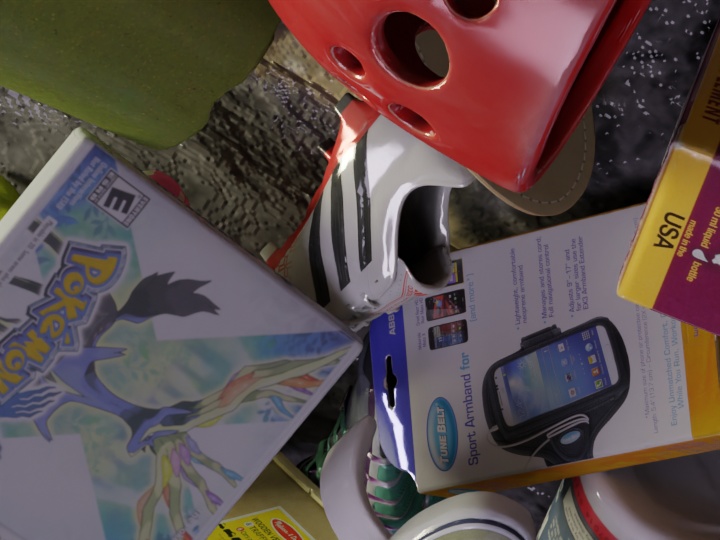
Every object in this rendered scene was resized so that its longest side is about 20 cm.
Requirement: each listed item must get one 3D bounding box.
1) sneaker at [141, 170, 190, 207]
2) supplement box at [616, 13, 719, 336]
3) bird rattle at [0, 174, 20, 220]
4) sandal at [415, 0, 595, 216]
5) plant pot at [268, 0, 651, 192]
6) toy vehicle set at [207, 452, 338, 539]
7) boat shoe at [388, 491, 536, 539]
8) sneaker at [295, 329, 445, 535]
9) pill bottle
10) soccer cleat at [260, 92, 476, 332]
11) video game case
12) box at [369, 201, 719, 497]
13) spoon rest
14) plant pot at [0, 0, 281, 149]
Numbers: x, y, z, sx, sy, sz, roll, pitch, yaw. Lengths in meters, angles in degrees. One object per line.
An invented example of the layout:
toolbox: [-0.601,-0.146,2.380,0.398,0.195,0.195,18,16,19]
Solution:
sneaker: [-0.168,0.023,1.347,0.074,0.200,0.087,45,172,-31]
supplement box: [0.230,-0.026,1.208,0.200,0.131,0.103,21,136,4]
bird rattle: [-0.154,0.044,1.460,0.200,0.113,0.163,33,108,-19]
sandal: [0.028,-0.116,1.279,0.212,0.078,0.070,51,163,-15]
plant pot: [0.039,-0.158,1.130,0.182,0.200,0.200,29,137,8]
toy vehicle set: [-0.063,0.151,1.432,0.200,0.124,0.027,39,135,55]
boat shoe: [0.019,0.188,1.298,0.072,0.062,0.200,27,121,-13]
sneaker: [-0.003,0.102,1.481,0.087,0.074,0.200,13,136,20]
pill bottle: [0.146,0.161,1.431,0.120,0.120,0.200,23,136,3]
soccer cleat: [0.000,0.000,1.355,0.085,0.069,0.200,42,126,24]
video game case: [-0.125,0.061,1.304,0.182,0.022,0.200,38,94,-28]
box: [0.095,0.041,1.347,0.200,0.119,0.041,-14,163,36]
spoon rest: [0.062,0.156,1.341,0.200,0.061,0.099,37,134,-5]
plant pot: [-0.135,-0.151,1.235,0.190,0.200,0.200,32,137,-23]
